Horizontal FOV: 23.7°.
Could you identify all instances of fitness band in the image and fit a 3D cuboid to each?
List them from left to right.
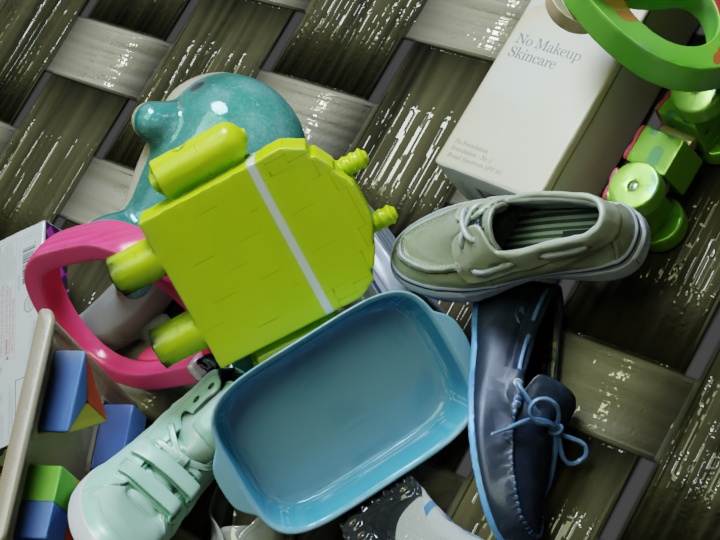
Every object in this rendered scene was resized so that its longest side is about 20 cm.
[{"bbox_3d":[-0.182,0.028,1.313,0.199,0.144,0.038,-11,34,50],"label":"fitness band"}]

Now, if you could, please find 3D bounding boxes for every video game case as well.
[{"bbox_3d":[-0.320,0.079,1.431,0.180,0.036,0.202,-24,55,26],"label":"video game case"}]

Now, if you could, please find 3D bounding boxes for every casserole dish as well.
[{"bbox_3d":[-0.014,0.096,1.196,0.199,0.122,0.039,-32,10,-7],"label":"casserole dish"}]

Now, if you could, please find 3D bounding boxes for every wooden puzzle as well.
[{"bbox_3d":[-0.204,0.151,1.259,0.046,0.200,0.187,1,63,14],"label":"wooden puzzle"}]

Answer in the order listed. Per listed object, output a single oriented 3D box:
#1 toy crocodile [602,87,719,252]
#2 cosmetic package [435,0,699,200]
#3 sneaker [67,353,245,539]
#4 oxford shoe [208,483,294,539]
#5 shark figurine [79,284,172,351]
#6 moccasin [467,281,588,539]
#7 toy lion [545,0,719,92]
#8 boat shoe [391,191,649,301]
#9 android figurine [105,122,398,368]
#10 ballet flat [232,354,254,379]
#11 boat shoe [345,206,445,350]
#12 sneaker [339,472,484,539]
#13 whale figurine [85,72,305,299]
[{"bbox_3d":[0.216,-0.082,1.205,0.062,0.067,0.201,31,83,39],"label":"toy crocodile"},{"bbox_3d":[0.154,-0.133,1.271,0.103,0.073,0.201,22,78,38],"label":"cosmetic package"},{"bbox_3d":[-0.132,0.131,1.212,0.118,0.074,0.201,-45,6,23],"label":"sneaker"},{"bbox_3d":[-0.082,0.221,1.225,0.075,0.058,0.202,-10,60,25],"label":"oxford shoe"},{"bbox_3d":[-0.176,-0.021,1.406,0.127,0.089,0.216,15,74,36],"label":"shark figurine"},{"bbox_3d":[0.112,0.088,1.166,0.068,0.081,0.202,-13,58,20],"label":"moccasin"},{"bbox_3d":[0.256,-0.186,1.182,0.199,0.069,0.192,-35,72,-28],"label":"toy lion"},{"bbox_3d":[0.098,-0.026,1.166,0.199,0.062,0.073,-8,62,36],"label":"boat shoe"},{"bbox_3d":[-0.072,-0.015,1.205,0.199,0.183,0.041,-29,16,6],"label":"android figurine"},{"bbox_3d":[-0.049,0.014,1.266,0.070,0.067,0.202,29,116,39],"label":"ballet flat"},{"bbox_3d":[0.000,0.000,1.293,0.062,0.072,0.201,-41,51,11],"label":"boat shoe"},{"bbox_3d":[0.051,0.199,1.153,0.072,0.073,0.200,-39,34,-14],"label":"sneaker"},{"bbox_3d":[-0.123,-0.065,1.349,0.200,0.160,0.103,-45,32,-22],"label":"whale figurine"}]
